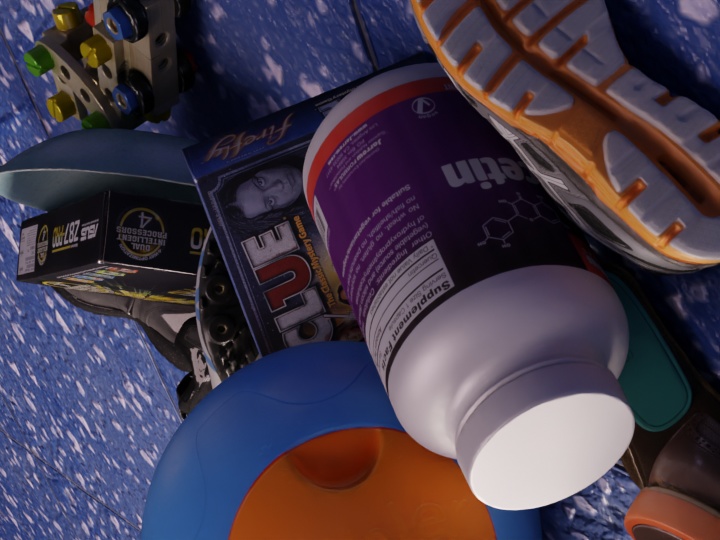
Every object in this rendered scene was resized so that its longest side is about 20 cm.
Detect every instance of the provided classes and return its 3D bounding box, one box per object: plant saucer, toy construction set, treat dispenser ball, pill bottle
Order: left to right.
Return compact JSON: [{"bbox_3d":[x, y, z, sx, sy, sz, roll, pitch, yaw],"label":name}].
[{"bbox_3d":[-0.165,-0.159,1.096,0.131,0.092,0.201,40,163,27],"label":"toy construction set"},{"bbox_3d":[-0.133,-0.058,1.116,0.201,0.199,0.039,-10,72,63],"label":"plant saucer"},{"bbox_3d":[-0.009,0.137,0.880,0.201,0.200,0.202,40,153,26],"label":"treat dispenser ball"},{"bbox_3d":[0.051,0.006,0.810,0.113,0.111,0.201,84,166,-49],"label":"pill bottle"}]

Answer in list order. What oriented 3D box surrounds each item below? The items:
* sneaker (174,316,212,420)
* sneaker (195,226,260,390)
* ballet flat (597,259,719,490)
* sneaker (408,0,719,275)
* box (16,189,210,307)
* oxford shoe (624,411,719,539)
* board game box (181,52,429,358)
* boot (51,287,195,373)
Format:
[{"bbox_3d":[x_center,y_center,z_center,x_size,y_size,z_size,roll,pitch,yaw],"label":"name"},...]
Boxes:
[{"bbox_3d":[-0.088,0.105,1.298,0.090,0.067,0.201,10,133,23],"label":"sneaker"},{"bbox_3d":[-0.057,0.053,1.034,0.072,0.071,0.202,-135,34,-67],"label":"sneaker"},{"bbox_3d":[0.151,0.083,0.881,0.201,0.068,0.072,54,176,-2],"label":"ballet flat"},{"bbox_3d":[0.087,-0.072,0.770,0.200,0.078,0.077,51,167,11],"label":"sneaker"},{"bbox_3d":[-0.116,-0.010,1.123,0.200,0.160,0.050,-9,76,64],"label":"box"},{"bbox_3d":[0.223,0.135,0.812,0.199,0.073,0.071,31,159,1],"label":"oxford shoe"},{"bbox_3d":[0.000,0.000,0.942,0.035,0.134,0.201,-119,8,-54],"label":"board game box"},{"bbox_3d":[-0.173,-0.020,1.325,0.199,0.070,0.132,27,143,26],"label":"boot"}]
